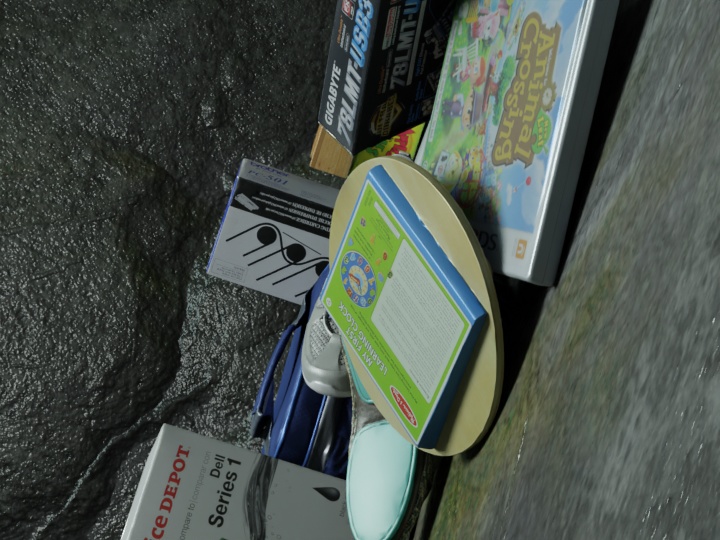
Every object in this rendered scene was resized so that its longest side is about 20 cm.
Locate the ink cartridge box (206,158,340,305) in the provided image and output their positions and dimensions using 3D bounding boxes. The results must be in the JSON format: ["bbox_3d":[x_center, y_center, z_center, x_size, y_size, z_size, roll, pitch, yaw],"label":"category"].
[{"bbox_3d":[-0.018,-0.014,1.778,0.044,0.199,0.094,-80,10,-65],"label":"ink cartridge box"}]

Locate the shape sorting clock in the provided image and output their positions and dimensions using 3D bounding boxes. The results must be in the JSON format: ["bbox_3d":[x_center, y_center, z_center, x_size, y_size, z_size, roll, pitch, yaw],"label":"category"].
[{"bbox_3d":[0.036,0.023,1.414,0.200,0.039,0.201,25,121,52],"label":"shape sorting clock"}]

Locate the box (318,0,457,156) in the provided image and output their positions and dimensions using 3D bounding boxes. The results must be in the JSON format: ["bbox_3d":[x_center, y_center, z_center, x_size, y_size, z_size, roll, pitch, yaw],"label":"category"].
[{"bbox_3d":[0.069,-0.197,1.514,0.198,0.050,0.200,-26,-34,-29],"label":"box"}]

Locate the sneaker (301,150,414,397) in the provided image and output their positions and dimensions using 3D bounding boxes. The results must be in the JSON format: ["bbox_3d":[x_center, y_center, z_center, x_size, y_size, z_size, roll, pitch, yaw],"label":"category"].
[{"bbox_3d":[0.000,0.000,1.604,0.082,0.074,0.201,67,-143,-53],"label":"sneaker"}]

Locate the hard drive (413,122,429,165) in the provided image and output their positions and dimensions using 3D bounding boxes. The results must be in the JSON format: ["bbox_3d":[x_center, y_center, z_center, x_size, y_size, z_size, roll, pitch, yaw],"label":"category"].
[{"bbox_3d":[0.084,-0.160,1.745,0.200,0.027,0.132,111,178,-45],"label":"hard drive"}]

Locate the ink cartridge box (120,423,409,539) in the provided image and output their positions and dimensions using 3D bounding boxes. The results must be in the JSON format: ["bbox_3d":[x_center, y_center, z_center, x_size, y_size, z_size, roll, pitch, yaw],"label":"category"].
[{"bbox_3d":[-0.076,0.215,1.561,0.084,0.199,0.147,114,172,-58],"label":"ink cartridge box"}]

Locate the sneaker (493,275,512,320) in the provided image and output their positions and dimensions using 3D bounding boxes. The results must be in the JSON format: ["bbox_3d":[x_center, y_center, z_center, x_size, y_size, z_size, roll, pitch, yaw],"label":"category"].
[{"bbox_3d":[0.057,0.018,1.520,0.200,0.075,0.077,-87,16,-71],"label":"sneaker"}]

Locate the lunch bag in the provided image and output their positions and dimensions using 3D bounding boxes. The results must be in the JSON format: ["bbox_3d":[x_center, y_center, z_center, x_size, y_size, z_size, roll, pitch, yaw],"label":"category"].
[{"bbox_3d":[-0.012,0.098,1.694,0.136,0.132,0.201,118,170,-67],"label":"lunch bag"}]

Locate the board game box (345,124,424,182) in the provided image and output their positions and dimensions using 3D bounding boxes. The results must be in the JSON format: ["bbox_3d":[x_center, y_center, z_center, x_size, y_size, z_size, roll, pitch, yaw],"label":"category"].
[{"bbox_3d":[0.025,-0.112,1.819,0.102,0.047,0.201,-73,1,-68],"label":"board game box"}]

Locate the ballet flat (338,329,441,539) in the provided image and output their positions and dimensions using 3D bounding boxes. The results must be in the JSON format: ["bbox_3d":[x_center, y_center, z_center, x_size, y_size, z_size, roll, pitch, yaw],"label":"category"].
[{"bbox_3d":[0.026,0.102,1.529,0.075,0.068,0.201,13,-112,-55],"label":"ballet flat"}]

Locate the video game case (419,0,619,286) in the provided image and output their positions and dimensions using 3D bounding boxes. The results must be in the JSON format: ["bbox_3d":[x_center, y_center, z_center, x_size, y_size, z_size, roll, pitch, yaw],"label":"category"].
[{"bbox_3d":[0.094,-0.100,1.378,0.182,0.022,0.201,17,95,64],"label":"video game case"}]

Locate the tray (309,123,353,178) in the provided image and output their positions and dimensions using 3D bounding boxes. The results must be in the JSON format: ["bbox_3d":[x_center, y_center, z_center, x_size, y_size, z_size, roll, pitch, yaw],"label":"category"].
[{"bbox_3d":[0.003,-0.181,1.793,0.099,0.037,0.201,-88,15,-82],"label":"tray"}]
